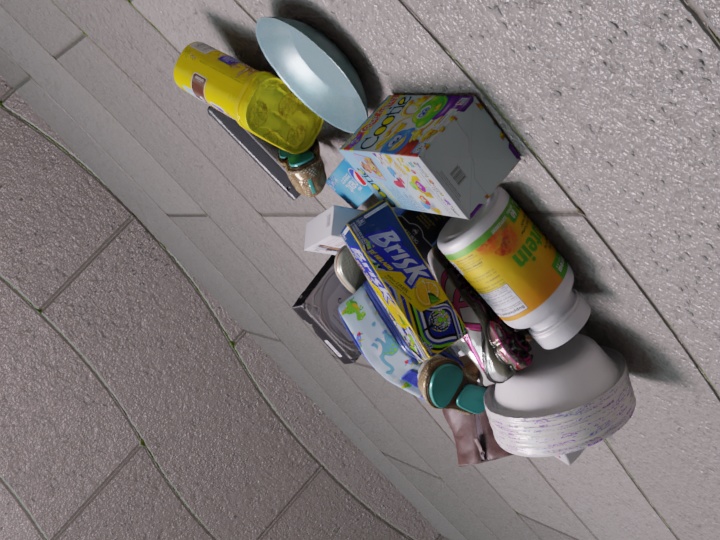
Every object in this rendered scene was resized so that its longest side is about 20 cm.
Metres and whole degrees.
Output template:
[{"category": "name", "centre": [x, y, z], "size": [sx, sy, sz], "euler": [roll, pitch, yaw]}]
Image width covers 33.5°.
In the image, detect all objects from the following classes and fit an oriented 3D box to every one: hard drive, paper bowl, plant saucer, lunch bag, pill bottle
[{"category": "hard drive", "centre": [-0.008, 0.035, 1.984], "size": [0.140, 0.200, 0.038], "euler": [49, 149, -19]}, {"category": "paper bowl", "centre": [0.263, 0.158, 1.616], "size": [0.200, 0.199, 0.105], "euler": [16, 128, 60]}, {"category": "hard drive", "centre": [-0.165, -0.207, 1.955], "size": [0.200, 0.033, 0.140], "euler": [45, -170, -10]}, {"category": "plant saucer", "centre": [-0.054, -0.267, 1.578], "size": [0.201, 0.039, 0.201], "euler": [41, 166, 13]}, {"category": "lunch bag", "centre": [0.067, 0.110, 1.751], "size": [0.200, 0.082, 0.161], "euler": [33, -160, -49]}, {"category": "pill bottle", "centre": [0.199, 0.002, 1.516], "size": [0.200, 0.111, 0.111], "euler": [47, 165, -15]}]

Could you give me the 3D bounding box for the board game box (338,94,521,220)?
[{"category": "board game box", "centre": [0.080, -0.141, 1.447], "size": [0.105, 0.103, 0.199], "euler": [49, 164, -25]}]

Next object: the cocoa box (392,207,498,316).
[{"category": "cocoa box", "centre": [0.111, -0.009, 1.677], "size": [0.200, 0.131, 0.133], "euler": [45, 167, -9]}]

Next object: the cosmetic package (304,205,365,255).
[{"category": "cosmetic package", "centre": [0.006, -0.053, 1.845], "size": [0.149, 0.052, 0.200], "euler": [6, 173, -13]}]

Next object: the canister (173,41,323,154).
[{"category": "canister", "centre": [-0.168, -0.257, 1.762], "size": [0.199, 0.087, 0.148], "euler": [33, -175, 42]}]

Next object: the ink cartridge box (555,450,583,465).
[{"category": "ink cartridge box", "centre": [0.282, 0.204, 1.916], "size": [0.146, 0.084, 0.201], "euler": [30, 160, 43]}]

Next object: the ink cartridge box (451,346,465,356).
[{"category": "ink cartridge box", "centre": [0.140, 0.063, 1.900], "size": [0.146, 0.083, 0.200], "euler": [41, 165, 6]}]

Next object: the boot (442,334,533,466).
[{"category": "boot", "centre": [0.215, 0.194, 1.803], "size": [0.072, 0.199, 0.168], "euler": [13, -121, -60]}]

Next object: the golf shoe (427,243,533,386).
[{"category": "golf shoe", "centre": [0.138, 0.059, 1.574], "size": [0.072, 0.092, 0.201], "euler": [-16, -107, -56]}]

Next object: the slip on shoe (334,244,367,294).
[{"category": "slip on shoe", "centre": [0.000, 0.000, 1.798], "size": [0.061, 0.075, 0.200], "euler": [17, 178, 23]}]

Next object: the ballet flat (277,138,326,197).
[{"category": "ballet flat", "centre": [-0.086, -0.155, 1.803], "size": [0.200, 0.070, 0.066], "euler": [-99, -10, -70]}]

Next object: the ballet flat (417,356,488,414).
[{"category": "ballet flat", "centre": [0.114, 0.154, 1.640], "size": [0.065, 0.071, 0.200], "euler": [32, 177, 32]}]

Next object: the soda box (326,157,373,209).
[{"category": "soda box", "centre": [0.010, -0.148, 1.684], "size": [0.064, 0.068, 0.200], "euler": [42, 166, -4]}]

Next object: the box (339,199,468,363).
[{"category": "box", "centre": [0.054, 0.015, 1.528], "size": [0.201, 0.064, 0.070], "euler": [58, 167, 3]}]
